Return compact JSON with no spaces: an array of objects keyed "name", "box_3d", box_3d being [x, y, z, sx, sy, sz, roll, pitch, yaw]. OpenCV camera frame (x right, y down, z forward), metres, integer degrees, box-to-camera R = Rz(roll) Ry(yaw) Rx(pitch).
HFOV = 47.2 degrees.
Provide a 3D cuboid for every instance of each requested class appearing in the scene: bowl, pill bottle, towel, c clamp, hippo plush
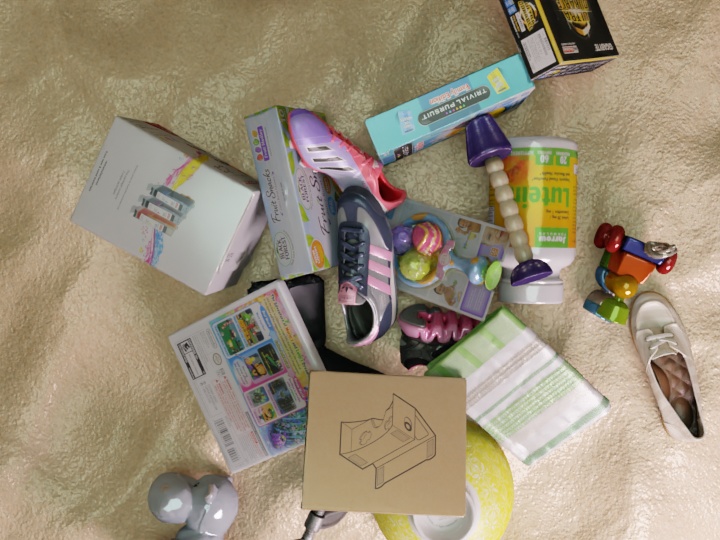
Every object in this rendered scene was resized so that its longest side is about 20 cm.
[{"name":"bowl","box_3d":[0.106,0.297,1.060,0.197,0.108,0.204,0,92,3]},{"name":"pill bottle","box_3d":[0.217,-0.062,1.040,0.109,0.111,0.204,1,92,4]},{"name":"towel","box_3d":[0.198,0.147,1.042,0.200,0.031,0.149,42,116,-12]},{"name":"c clamp","box_3d":[-0.022,0.261,1.043,0.027,0.171,0.202,25,87,27]},{"name":"hippo plush","box_3d":[-0.216,0.348,1.058,0.197,0.159,0.163,10,93,4]}]

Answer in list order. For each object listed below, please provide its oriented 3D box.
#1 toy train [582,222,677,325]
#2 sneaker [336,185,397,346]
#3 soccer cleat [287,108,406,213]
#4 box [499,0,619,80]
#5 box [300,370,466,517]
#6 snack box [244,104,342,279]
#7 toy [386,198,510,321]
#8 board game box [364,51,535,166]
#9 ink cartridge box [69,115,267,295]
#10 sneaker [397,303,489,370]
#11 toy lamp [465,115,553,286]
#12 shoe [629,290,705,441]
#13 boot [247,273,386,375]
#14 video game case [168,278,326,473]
[{"name":"toy train","box_3d":[0.322,0.013,0.993,0.084,0.200,0.117,22,98,3]},{"name":"sneaker","box_3d":[0.000,0.000,1.018,0.069,0.082,0.203,2,115,31]},{"name":"soccer cleat","box_3d":[-0.017,-0.136,1.016,0.076,0.200,0.067,-15,50,26]},{"name":"box","box_3d":[0.234,-0.318,0.994,0.049,0.199,0.162,-24,88,38]},{"name":"box","box_3d":[0.030,0.207,0.995,0.197,0.021,0.166,4,76,-6]},{"name":"snack box","box_3d":[-0.072,-0.099,1.041,0.052,0.142,0.203,-13,91,24]},{"name":"toy","box_3d":[0.084,-0.024,1.037,0.198,0.047,0.117,20,93,33]},{"name":"board game box","box_3d":[0.108,-0.195,1.025,0.198,0.151,0.048,-23,90,5]},{"name":"ink cartridge box","box_3d":[-0.228,-0.082,1.048,0.198,0.145,0.146,29,98,3]},{"name":"sneaker","box_3d":[0.141,0.108,1.080,0.197,0.079,0.097,11,113,5]},{"name":"toy lamp","box_3d":[0.169,-0.084,0.970,0.057,0.058,0.203,-16,78,4]},{"name":"shoe","box_3d":[0.402,0.124,1.061,0.069,0.053,0.203,-17,90,4]},{"name":"boot","box_3d":[-0.052,0.091,1.080,0.197,0.076,0.171,0,95,10]},{"name":"video game case","box_3d":[-0.133,0.139,1.058,0.180,0.024,0.202,-25,90,19]}]
